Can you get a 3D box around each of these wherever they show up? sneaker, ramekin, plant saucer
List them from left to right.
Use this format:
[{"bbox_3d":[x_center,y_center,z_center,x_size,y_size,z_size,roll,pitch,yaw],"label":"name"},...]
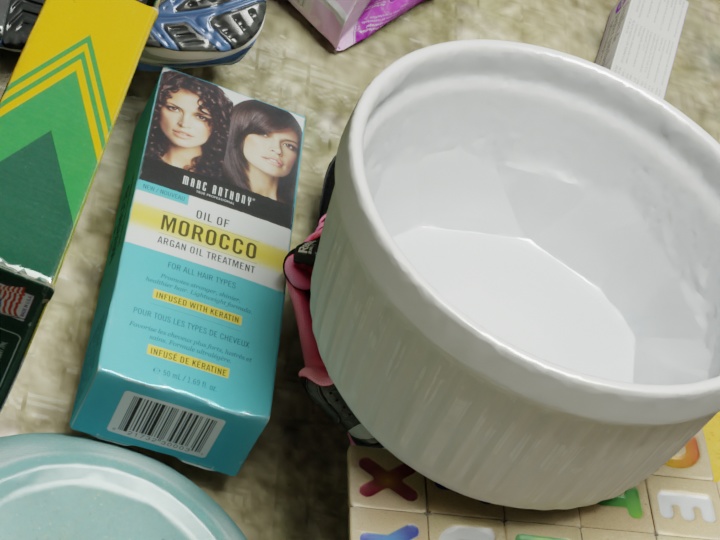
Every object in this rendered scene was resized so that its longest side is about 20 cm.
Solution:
[{"bbox_3d":[-0.147,-0.137,0.838,0.199,0.077,0.076,13,81,2],"label":"sneaker"},{"bbox_3d":[-0.116,0.149,0.665,0.199,0.036,0.201,14,51,-18],"label":"plant saucer"},{"bbox_3d":[0.000,0.000,0.778,0.095,0.079,0.201,39,31,-38],"label":"sneaker"},{"bbox_3d":[0.072,0.006,0.685,0.199,0.105,0.201,13,44,-13],"label":"ramekin"}]

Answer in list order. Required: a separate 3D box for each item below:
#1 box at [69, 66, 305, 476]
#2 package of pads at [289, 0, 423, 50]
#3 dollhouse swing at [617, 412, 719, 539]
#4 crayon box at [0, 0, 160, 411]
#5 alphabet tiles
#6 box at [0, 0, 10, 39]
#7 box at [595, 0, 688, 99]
[{"bbox_3d":[-0.078,-0.005,0.773,0.082,0.049,0.201,18,46,-15],"label":"box"},{"bbox_3d":[-0.034,-0.236,0.957,0.200,0.076,0.120,47,52,10],"label":"package of pads"},{"bbox_3d":[0.135,0.163,0.785,0.181,0.177,0.200,15,35,41],"label":"dollhouse swing"},{"bbox_3d":[-0.147,-0.043,0.728,0.051,0.127,0.201,22,49,-11],"label":"crayon box"},{"bbox_3d":[0.093,0.120,0.666,0.198,0.006,0.167,7,42,-8],"label":"alphabet tiles"},{"bbox_3d":[-0.219,-0.105,0.685,0.124,0.200,0.149,15,52,-17],"label":"box"},{"bbox_3d":[0.160,-0.102,0.983,0.041,0.039,0.201,27,49,-7],"label":"box"}]
